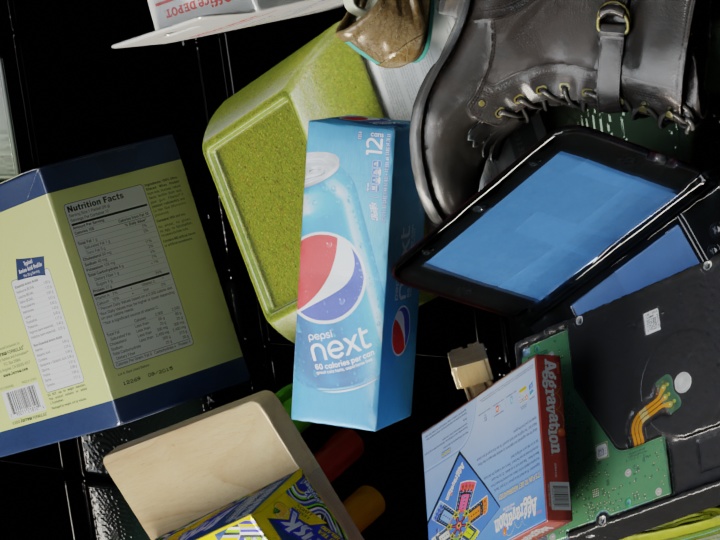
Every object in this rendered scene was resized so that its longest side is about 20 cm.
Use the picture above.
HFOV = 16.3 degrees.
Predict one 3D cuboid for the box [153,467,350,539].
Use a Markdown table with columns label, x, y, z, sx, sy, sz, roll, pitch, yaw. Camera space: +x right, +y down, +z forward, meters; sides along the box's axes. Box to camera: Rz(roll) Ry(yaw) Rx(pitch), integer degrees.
| label | x | y | z | sx | sy | sz | roll | pitch | yaw |
| --- | --- | --- | --- | --- | --- | --- | --- | --- | --- |
| box | -0.097 | 0.212 | 1.811 | 0.200 | 0.064 | 0.070 | -29 | 96 | 48 |

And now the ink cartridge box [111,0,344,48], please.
| label | x | y | z | sx | sy | sz | roll | pitch | yaw |
| --- | --- | --- | --- | --- | --- | --- | --- | --- | --- |
| ink cartridge box | -0.064 | -0.200 | 1.656 | 0.116 | 0.200 | 0.068 | -11 | 94 | 51 |

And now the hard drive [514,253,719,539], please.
| label | x | y | z | sx | sy | sz | roll | pitch | yaw |
| --- | --- | --- | --- | --- | --- | --- | --- | --- | --- |
| hard drive | 0.181 | 0.079 | 1.507 | 0.200 | 0.038 | 0.140 | -26 | 59 | 40 |

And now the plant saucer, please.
| label | x | y | z | sx | sy | sz | roll | pitch | yaw |
| --- | --- | --- | --- | --- | --- | --- | --- | --- | --- |
| plant saucer | -0.040 | -0.049 | 1.771 | 0.200 | 0.048 | 0.200 | -27 | 83 | 57 |

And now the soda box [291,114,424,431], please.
| label | x | y | z | sx | sy | sz | roll | pitch | yaw |
| --- | --- | --- | --- | --- | --- | --- | --- | --- | --- |
| soda box | 0.000 | 0.000 | 1.658 | 0.064 | 0.068 | 0.200 | 6 | 98 | 21 |

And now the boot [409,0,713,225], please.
| label | x | y | z | sx | sy | sz | roll | pitch | yaw |
| --- | --- | --- | --- | --- | --- | --- | --- | --- | --- |
| boot | 0.128 | -0.111 | 1.552 | 0.174 | 0.069 | 0.200 | 13 | 100 | 23 |

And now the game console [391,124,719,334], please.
| label | x | y | z | sx | sy | sz | roll | pitch | yaw |
| --- | --- | --- | --- | --- | --- | --- | --- | --- | --- |
| game console | 0.146 | 0.017 | 1.575 | 0.200 | 0.119 | 0.172 | -40 | 73 | 45 |

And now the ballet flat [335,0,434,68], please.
| label | x | y | z | sx | sy | sz | roll | pitch | yaw |
| --- | --- | --- | --- | --- | --- | --- | --- | --- | --- |
| ballet flat | 0.018 | -0.231 | 1.612 | 0.068 | 0.072 | 0.200 | 2 | 82 | 64 |

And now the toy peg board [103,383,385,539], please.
| label | x | y | z | sx | sy | sz | roll | pitch | yaw |
| --- | --- | --- | --- | --- | --- | --- | --- | --- | --- |
| toy peg board | -0.056 | 0.178 | 1.872 | 0.200 | 0.098 | 0.199 | -23 | 102 | 48 |

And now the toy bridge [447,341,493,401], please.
| label | x | y | z | sx | sy | sz | roll | pitch | yaw |
| --- | --- | --- | --- | --- | --- | --- | --- | --- | --- |
| toy bridge | 0.101 | 0.139 | 1.699 | 0.067 | 0.027 | 0.200 | -100 | -10 | -71 |

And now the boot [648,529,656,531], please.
| label | x | y | z | sx | sy | sz | roll | pitch | yaw |
| --- | --- | --- | --- | --- | --- | --- | --- | --- | --- |
| boot | 0.138 | 0.184 | 1.625 | 0.158 | 0.079 | 0.211 | -5 | 105 | 28 |

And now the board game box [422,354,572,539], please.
| label | x | y | z | sx | sy | sz | roll | pitch | yaw |
| --- | --- | --- | --- | --- | --- | --- | --- | --- | --- |
| board game box | 0.083 | 0.128 | 1.579 | 0.200 | 0.019 | 0.103 | 138 | 133 | -65 |

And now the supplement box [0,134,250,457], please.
| label | x | y | z | sx | sy | sz | roll | pitch | yaw |
| --- | --- | --- | --- | --- | --- | --- | --- | --- | --- |
| supplement box | -0.221 | 0.023 | 1.942 | 0.200 | 0.134 | 0.200 | -17 | 90 | 47 |

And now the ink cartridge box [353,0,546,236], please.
| label | x | y | z | sx | sy | sz | roll | pitch | yaw |
| --- | --- | --- | --- | --- | --- | --- | --- | --- | --- |
| ink cartridge box | 0.044 | -0.103 | 1.706 | 0.200 | 0.057 | 0.163 | -21 | 88 | 62 |

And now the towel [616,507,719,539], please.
| label | x | y | z | sx | sy | sz | roll | pitch | yaw |
| --- | --- | --- | --- | --- | --- | --- | --- | --- | --- |
| towel | 0.221 | 0.239 | 1.569 | 0.086 | 0.018 | 0.200 | -17 | 112 | 21 |
